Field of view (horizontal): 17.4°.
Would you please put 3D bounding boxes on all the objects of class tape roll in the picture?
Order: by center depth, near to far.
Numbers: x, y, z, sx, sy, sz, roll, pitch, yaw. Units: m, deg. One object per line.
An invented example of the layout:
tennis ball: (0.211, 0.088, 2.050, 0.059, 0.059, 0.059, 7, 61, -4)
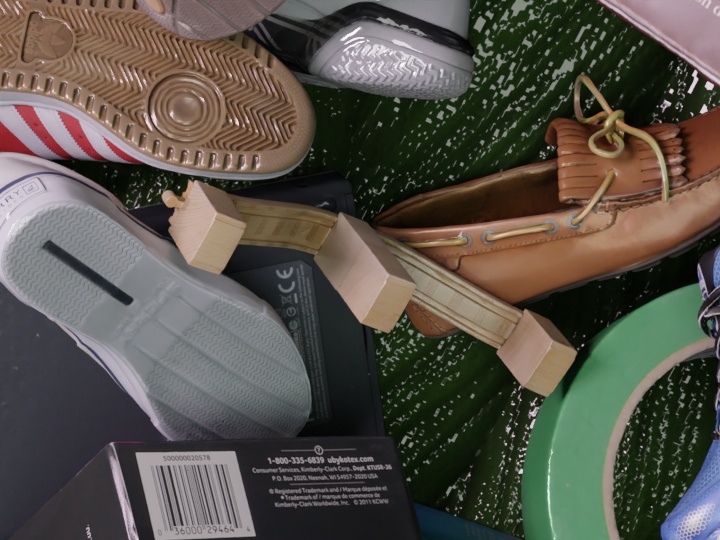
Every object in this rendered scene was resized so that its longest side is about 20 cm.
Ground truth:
tape roll: (0.176, 0.105, 1.080, 0.200, 0.048, 0.201, 2, 79, -11)

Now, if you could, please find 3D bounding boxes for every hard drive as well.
hard drive: (-0.094, 0.043, 1.068, 0.199, 0.033, 0.140, -11, 106, -13)

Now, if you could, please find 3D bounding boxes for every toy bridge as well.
toy bridge: (0.000, 0.000, 1.016, 0.199, 0.067, 0.027, 21, 108, -30)

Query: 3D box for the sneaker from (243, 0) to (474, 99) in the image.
sneaker: (-0.039, -0.145, 1.041, 0.199, 0.075, 0.115, 11, 90, 12)

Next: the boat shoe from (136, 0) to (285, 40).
boat shoe: (-0.006, -0.165, 0.939, 0.199, 0.072, 0.076, -22, 120, 20)

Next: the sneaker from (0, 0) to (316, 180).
sneaker: (-0.120, -0.066, 1.014, 0.199, 0.113, 0.071, 14, 66, -1)

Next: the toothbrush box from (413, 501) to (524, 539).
toothbrush box: (0.073, 0.212, 1.134, 0.199, 0.085, 0.147, 19, 103, -5)

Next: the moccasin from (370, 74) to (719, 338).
moccasin: (0.102, -0.040, 1.075, 0.201, 0.074, 0.078, -19, 115, 14)

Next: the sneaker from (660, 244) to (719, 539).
sneaker: (0.176, 0.036, 1.033, 0.089, 0.079, 0.200, 29, 72, 2)

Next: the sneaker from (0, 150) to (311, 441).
sneaker: (-0.091, 0.011, 1.001, 0.073, 0.071, 0.200, -42, 132, 1)

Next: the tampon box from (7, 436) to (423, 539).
tampon box: (-0.078, 0.170, 1.028, 0.149, 0.127, 0.200, 2, 152, -36)

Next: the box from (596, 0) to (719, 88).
box: (0.190, -0.172, 0.962, 0.164, 0.166, 0.200, 37, 103, 16)
